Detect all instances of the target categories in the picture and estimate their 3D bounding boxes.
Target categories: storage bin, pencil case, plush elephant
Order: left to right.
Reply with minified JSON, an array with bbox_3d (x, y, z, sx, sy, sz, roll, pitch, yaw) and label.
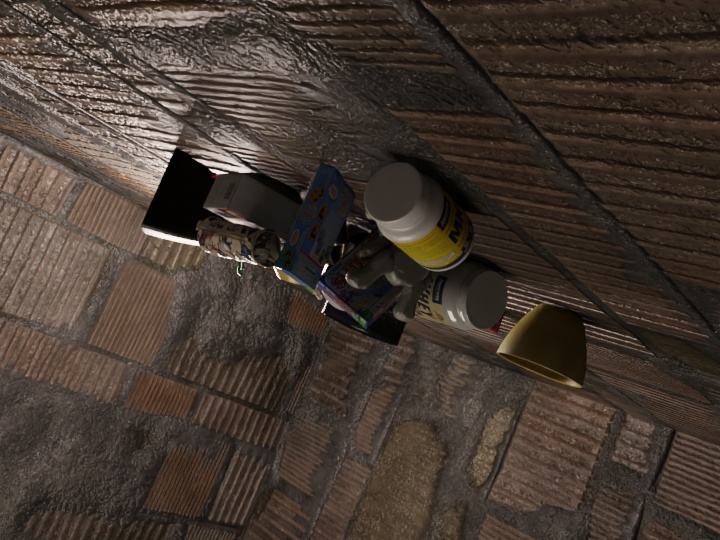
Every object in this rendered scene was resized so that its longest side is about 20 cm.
[{"bbox_3d":[-0.251,-0.061,1.604,0.200,0.078,0.089,14,152,41],"label":"pencil case"},{"bbox_3d":[0.016,0.101,1.884,0.135,0.094,0.200,18,172,31],"label":"storage bin"},{"bbox_3d":[0.066,-0.037,1.507,0.164,0.200,0.155,28,-166,-24],"label":"plush elephant"}]

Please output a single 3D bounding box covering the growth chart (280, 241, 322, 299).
[{"bbox_3d":[-0.140,-0.009,1.684,0.145,0.018,0.200,39,167,10],"label":"growth chart"}]

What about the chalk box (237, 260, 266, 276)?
[{"bbox_3d":[-0.275,-0.086,1.975,0.124,0.200,0.124,23,172,2],"label":"chalk box"}]

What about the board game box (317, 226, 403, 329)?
[{"bbox_3d":[0.030,0.006,1.581,0.135,0.200,0.034,39,154,16],"label":"board game box"}]

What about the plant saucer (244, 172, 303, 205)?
[{"bbox_3d":[-0.196,-0.174,1.738,0.200,0.039,0.201,22,172,3],"label":"plant saucer"}]

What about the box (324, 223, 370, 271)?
[{"bbox_3d":[0.018,-0.010,1.910,0.192,0.122,0.200,25,172,-11],"label":"box"}]

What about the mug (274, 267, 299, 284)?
[{"bbox_3d":[-0.156,-0.052,1.869,0.186,0.154,0.149,13,-173,-12],"label":"mug"}]

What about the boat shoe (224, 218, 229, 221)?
[{"bbox_3d":[-0.278,-0.125,1.780,0.060,0.074,0.200,23,-146,-39],"label":"boat shoe"}]

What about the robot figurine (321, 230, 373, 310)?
[{"bbox_3d":[0.000,-0.001,1.721,0.125,0.200,0.150,17,-147,-39],"label":"robot figurine"}]

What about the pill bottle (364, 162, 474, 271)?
[{"bbox_3d":[0.091,-0.081,1.210,0.114,0.115,0.200,19,172,33],"label":"pill bottle"}]

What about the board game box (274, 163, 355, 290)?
[{"bbox_3d":[-0.078,-0.076,1.439,0.037,0.200,0.151,22,172,18],"label":"board game box"}]

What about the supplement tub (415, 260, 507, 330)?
[{"bbox_3d":[0.196,0.045,1.666,0.145,0.145,0.200,29,171,-37],"label":"supplement tub"}]

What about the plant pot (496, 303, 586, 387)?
[{"bbox_3d":[0.425,0.158,1.764,0.200,0.142,0.200,23,173,3],"label":"plant pot"}]

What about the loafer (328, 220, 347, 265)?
[{"bbox_3d":[-0.051,-0.083,1.611,0.072,0.073,0.200,47,157,19],"label":"loafer"}]

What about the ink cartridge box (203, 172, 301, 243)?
[{"bbox_3d":[-0.218,-0.125,1.670,0.200,0.084,0.175,28,170,-31],"label":"ink cartridge box"}]

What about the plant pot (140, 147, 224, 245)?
[{"bbox_3d":[-0.409,-0.154,1.907,0.177,0.200,0.199,25,172,-12],"label":"plant pot"}]

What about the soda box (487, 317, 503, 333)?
[{"bbox_3d":[0.297,0.115,2.166,0.070,0.064,0.200,29,171,-35],"label":"soda box"}]
